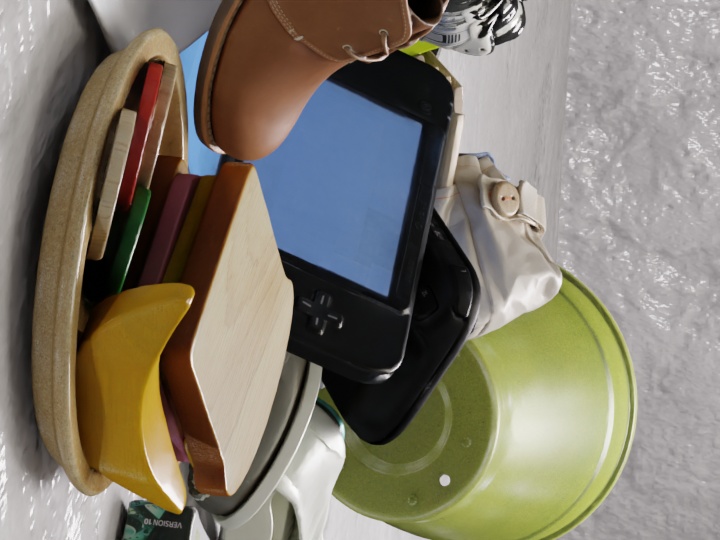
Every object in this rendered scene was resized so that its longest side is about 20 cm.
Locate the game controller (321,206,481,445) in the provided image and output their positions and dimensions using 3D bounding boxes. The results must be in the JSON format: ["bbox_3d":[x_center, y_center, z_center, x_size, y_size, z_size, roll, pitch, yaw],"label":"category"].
[{"bbox_3d":[0.000,0.000,1.374,0.105,0.042,0.200,-64,-149,23],"label":"game controller"}]

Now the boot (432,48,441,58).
[{"bbox_3d":[0.012,-0.090,1.690,0.174,0.069,0.201,40,63,-83],"label":"boot"}]

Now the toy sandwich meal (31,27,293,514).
[{"bbox_3d":[-0.074,0.005,1.076,0.205,0.070,0.207,8,90,-83],"label":"toy sandwich meal"}]

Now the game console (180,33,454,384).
[{"bbox_3d":[-0.025,-0.079,1.256,0.116,0.175,0.201,-51,-160,47],"label":"game console"}]

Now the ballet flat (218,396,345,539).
[{"bbox_3d":[-0.051,0.143,1.389,0.201,0.069,0.070,100,2,-46],"label":"ballet flat"}]

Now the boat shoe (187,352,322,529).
[{"bbox_3d":[-0.052,0.025,1.310,0.072,0.060,0.203,-20,-133,50],"label":"boat shoe"}]

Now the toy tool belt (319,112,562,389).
[{"bbox_3d":[0.016,-0.015,1.498,0.124,0.200,0.124,-23,92,-36],"label":"toy tool belt"}]

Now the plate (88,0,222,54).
[{"bbox_3d":[-0.038,-0.175,1.041,0.199,0.032,0.200,-39,163,-6],"label":"plate"}]

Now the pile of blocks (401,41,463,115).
[{"bbox_3d":[0.012,-0.092,1.520,0.082,0.062,0.201,50,-27,46],"label":"pile of blocks"}]

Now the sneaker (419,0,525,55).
[{"bbox_3d":[0.055,-0.149,1.338,0.076,0.088,0.200,-54,-167,-4],"label":"sneaker"}]

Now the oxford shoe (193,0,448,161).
[{"bbox_3d":[-0.007,-0.106,1.102,0.071,0.071,0.200,-25,156,-47],"label":"oxford shoe"}]

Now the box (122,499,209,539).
[{"bbox_3d":[-0.095,0.221,1.229,0.144,0.036,0.201,76,20,-66],"label":"box"}]

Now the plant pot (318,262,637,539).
[{"bbox_3d":[0.054,0.086,1.701,0.193,0.199,0.202,0,96,-70],"label":"plant pot"}]
